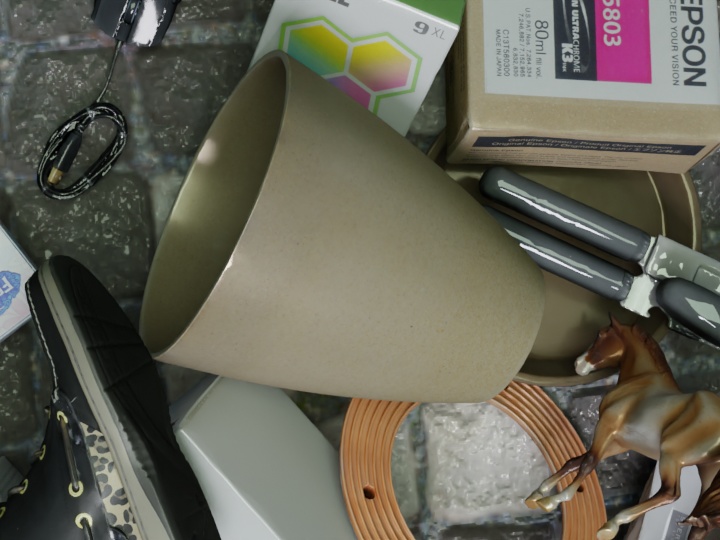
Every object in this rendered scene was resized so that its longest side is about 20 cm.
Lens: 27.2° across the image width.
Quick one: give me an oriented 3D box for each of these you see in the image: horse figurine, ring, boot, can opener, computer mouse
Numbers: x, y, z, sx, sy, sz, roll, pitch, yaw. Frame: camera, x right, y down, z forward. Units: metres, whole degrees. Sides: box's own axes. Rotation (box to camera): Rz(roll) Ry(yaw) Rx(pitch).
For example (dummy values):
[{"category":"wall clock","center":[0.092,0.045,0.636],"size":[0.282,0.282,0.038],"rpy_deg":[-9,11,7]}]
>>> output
[{"category":"horse figurine","center":[0.171,0.105,0.869],"size":[0.133,0.200,0.050],"rpy_deg":[-47,114,-10]},{"category":"ring","center":[0.071,0.139,0.924],"size":[0.200,0.019,0.201],"rpy_deg":[18,53,-25]},{"category":"boot","center":[0.211,0.175,0.963],"size":[0.073,0.096,0.200],"rpy_deg":[26,112,21]},{"category":"boot","center":[-0.173,0.111,0.791],"size":[0.153,0.073,0.204],"rpy_deg":[-27,80,15]},{"category":"can opener","center":[0.163,-0.008,0.936],"size":[0.200,0.066,0.053],"rpy_deg":[24,86,-4]},{"category":"computer mouse","center":[-0.155,-0.138,0.932],"size":[0.058,0.034,0.201],"rpy_deg":[20,88,-9]}]

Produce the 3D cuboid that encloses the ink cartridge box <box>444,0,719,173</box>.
[{"category":"ink cartridge box","center":[0.137,-0.168,0.935],"size":[0.164,0.075,0.201],"rpy_deg":[1,78,-8]}]

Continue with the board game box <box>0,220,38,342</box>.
[{"category":"board game box","center":[-0.323,-0.001,0.904],"size":[0.200,0.041,0.200],"rpy_deg":[-37,95,-7]}]

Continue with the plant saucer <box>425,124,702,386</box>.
[{"category":"plant saucer","center":[0.125,-0.024,0.973],"size":[0.199,0.029,0.201],"rpy_deg":[0,89,-9]}]

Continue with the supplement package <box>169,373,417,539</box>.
[{"category":"supplement package","center":[-0.060,0.170,0.888],"size":[0.117,0.117,0.200],"rpy_deg":[-38,97,26]}]

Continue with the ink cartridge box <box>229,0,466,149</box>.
[{"category":"ink cartridge box","center":[0.000,-0.146,0.876],"size":[0.104,0.200,0.059],"rpy_deg":[21,48,-7]}]

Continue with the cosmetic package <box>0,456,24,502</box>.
[{"category":"cosmetic package","center":[-0.180,0.214,0.893],"size":[0.081,0.113,0.200],"rpy_deg":[-42,94,-5]}]

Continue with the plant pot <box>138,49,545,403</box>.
[{"category":"plant pot","center":[0.000,0.000,0.868],"size":[0.200,0.187,0.188],"rpy_deg":[24,87,-20]}]
